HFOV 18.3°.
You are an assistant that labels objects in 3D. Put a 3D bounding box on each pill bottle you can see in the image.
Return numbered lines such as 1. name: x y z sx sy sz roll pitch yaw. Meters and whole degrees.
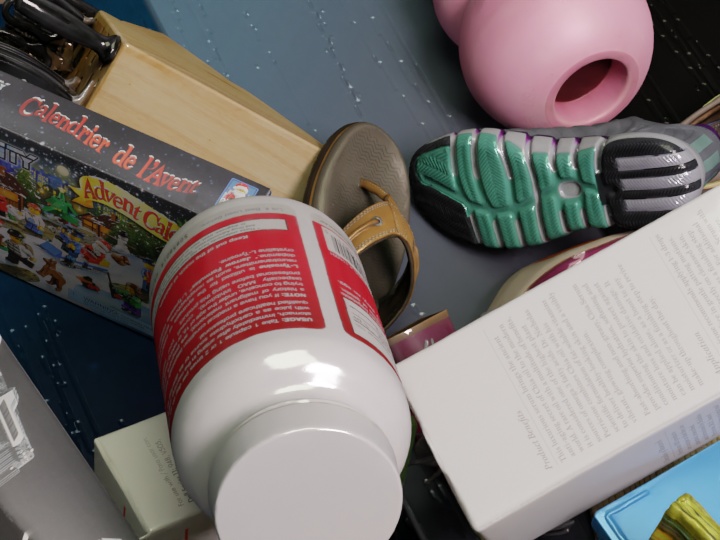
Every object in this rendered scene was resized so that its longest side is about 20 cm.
1. pill bottle: -0.038 0.056 1.065 0.112 0.112 0.200 -2 29 -9

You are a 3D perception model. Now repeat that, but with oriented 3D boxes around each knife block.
1. knife block: -0.133 -0.100 1.315 0.200 0.176 0.064 36 101 17

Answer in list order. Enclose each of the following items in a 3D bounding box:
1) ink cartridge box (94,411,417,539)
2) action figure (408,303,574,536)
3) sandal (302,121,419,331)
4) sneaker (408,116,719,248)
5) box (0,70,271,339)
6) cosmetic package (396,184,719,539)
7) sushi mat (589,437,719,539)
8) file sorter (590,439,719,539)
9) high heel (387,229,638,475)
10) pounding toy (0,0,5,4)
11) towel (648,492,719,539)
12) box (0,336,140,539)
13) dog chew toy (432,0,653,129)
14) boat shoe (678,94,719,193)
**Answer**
1. ink cartridge box: -0.077 0.122 1.191 0.200 0.117 0.067 -20 58 -22
2. action figure: 0.114 0.074 1.249 0.200 0.130 0.069 -18 17 -21
3. sandal: 0.000 0.000 1.309 0.082 0.055 0.200 43 48 -32
4. sneaker: 0.129 -0.058 1.361 0.200 0.075 0.088 3 19 35
5. box: -0.153 -0.031 1.281 0.200 0.137 0.038 24 55 10
6. cosmetic package: 0.130 0.053 1.158 0.200 0.071 0.102 -29 66 2
7. sushi mat: 0.174 0.105 1.306 0.096 0.012 0.200 -1 54 -10
8. file sorter: 0.231 0.160 1.192 0.200 0.123 0.139 -27 69 -19
9. high heel: 0.109 0.047 1.317 0.200 0.067 0.096 -25 91 -20
10. pounding toy: -0.271 -0.253 1.385 0.184 0.200 0.142 -2 55 -9
11. towel: 0.141 0.205 1.116 0.018 0.200 0.086 -15 54 -41
12. box: -0.203 0.130 1.072 0.158 0.050 0.200 -27 62 -21
13. dog chew toy: 0.103 -0.178 1.439 0.124 0.125 0.200 -16 50 -18
14. boat shoe: 0.253 -0.089 1.428 0.200 0.060 0.072 -32 64 -27
